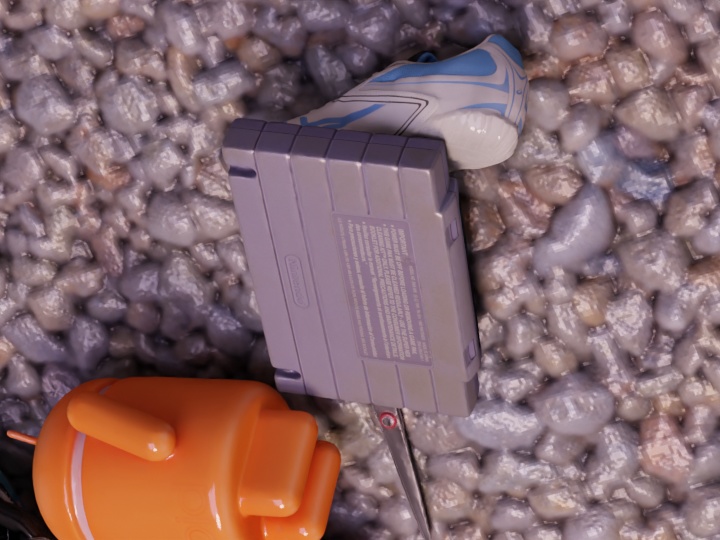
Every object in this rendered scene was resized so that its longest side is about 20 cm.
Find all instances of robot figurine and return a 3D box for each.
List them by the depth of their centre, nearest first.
[{"bbox_3d":[-0.114,0.121,1.537,0.199,0.144,0.118,0,98,25],"label":"robot figurine"}]

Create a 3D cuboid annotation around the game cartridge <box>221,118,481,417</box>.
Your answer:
[{"bbox_3d":[0.000,0.000,1.441,0.129,0.039,0.201,4,136,14],"label":"game cartridge"}]

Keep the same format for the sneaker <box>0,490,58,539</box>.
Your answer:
[{"bbox_3d":[-0.199,0.191,1.581,0.199,0.091,0.067,34,94,-14],"label":"sneaker"}]

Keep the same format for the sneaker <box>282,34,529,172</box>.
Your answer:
[{"bbox_3d":[0.013,-0.080,1.429,0.199,0.073,0.072,-13,140,38],"label":"sneaker"}]

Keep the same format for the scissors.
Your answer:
[{"bbox_3d":[0.009,0.077,1.535,0.073,0.014,0.201,6,119,16],"label":"scissors"}]

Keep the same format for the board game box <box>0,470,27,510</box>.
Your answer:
[{"bbox_3d":[-0.271,0.214,1.650,0.150,0.047,0.201,-32,103,4],"label":"board game box"}]
